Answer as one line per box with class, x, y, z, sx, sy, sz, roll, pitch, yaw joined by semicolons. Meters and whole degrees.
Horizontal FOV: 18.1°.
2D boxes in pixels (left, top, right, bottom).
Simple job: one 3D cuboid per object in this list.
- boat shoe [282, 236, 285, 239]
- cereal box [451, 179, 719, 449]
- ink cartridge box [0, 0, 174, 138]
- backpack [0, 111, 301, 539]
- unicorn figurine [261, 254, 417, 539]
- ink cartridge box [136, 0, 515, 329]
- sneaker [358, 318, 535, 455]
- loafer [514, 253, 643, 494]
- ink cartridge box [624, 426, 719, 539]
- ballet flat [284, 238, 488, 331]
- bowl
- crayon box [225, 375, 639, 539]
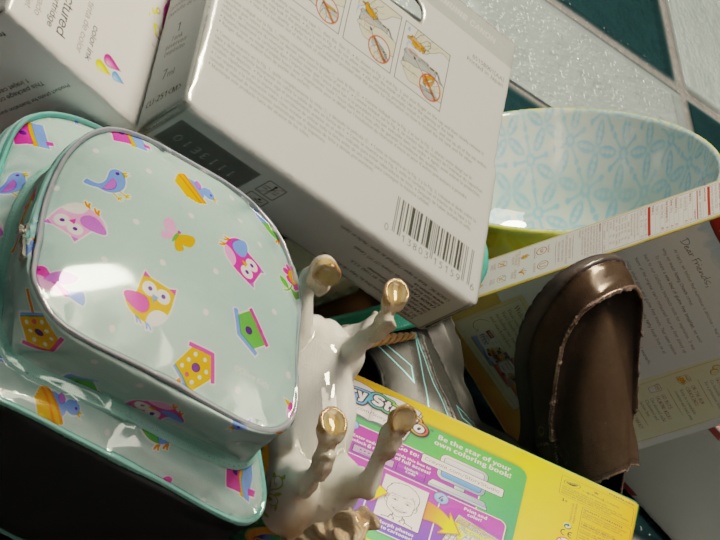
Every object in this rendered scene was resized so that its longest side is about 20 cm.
boat shoe;-0.006;-0.063;1.326;0.064;0.071;0.200;45;34;-13
cereal box;0.160;0.034;1.288;0.144;0.199;0.040;58;24;-31
ink cartridge box;-0.126;-0.112;1.136;0.200;0.084;0.145;42;43;-40
backpack;-0.119;0.022;1.027;0.175;0.153;0.201;27;32;-26
unicorn figurine;-0.014;0.058;1.057;0.074;0.138;0.201;25;54;-4
ink cartridge box;-0.011;-0.093;1.150;0.200;0.043;0.174;35;49;-30
sneaker;0.038;0.101;1.238;0.079;0.075;0.200;-14;63;-41
loafer;0.129;0.083;1.238;0.073;0.201;0.071;-20;39;-30
ink cartridge box;0.223;0.073;1.472;0.144;0.084;0.200;47;31;-7
ballet flat;0.000;0.000;1.205;0.199;0.071;0.067;-19;64;-32
bowl;0.124;-0.016;1.390;0.200;0.199;0.108;-51;142;-58
crayon box;0.034;0.132;1.132;0.199;0.058;0.119;24;37;-2
